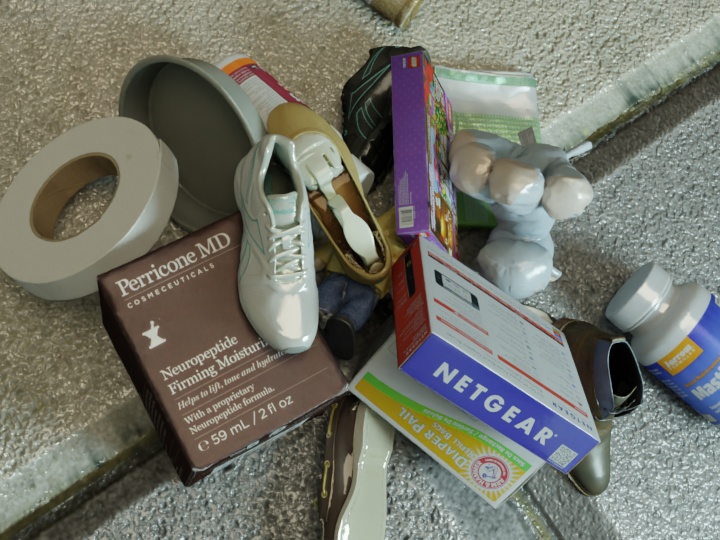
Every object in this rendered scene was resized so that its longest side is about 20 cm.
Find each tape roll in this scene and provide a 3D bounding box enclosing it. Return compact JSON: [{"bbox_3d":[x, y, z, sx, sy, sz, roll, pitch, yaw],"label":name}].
[{"bbox_3d":[-0.275,-0.065,0.955,0.201,0.037,0.204,-13,53,18],"label":"tape roll"}]

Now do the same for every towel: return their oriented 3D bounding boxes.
[{"bbox_3d":[0.151,-0.147,1.142,0.148,0.031,0.202,1,74,-12],"label":"towel"}]

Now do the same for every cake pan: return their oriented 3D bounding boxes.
[{"bbox_3d":[-0.166,-0.128,0.985,0.200,0.200,0.037,48,47,4],"label":"cake pan"}]

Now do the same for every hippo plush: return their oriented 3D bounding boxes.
[{"bbox_3d":[0.160,-0.060,1.054,0.158,0.200,0.162,15,114,5],"label":"hippo plush"}]

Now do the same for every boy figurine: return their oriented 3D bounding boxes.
[{"bbox_3d":[0.000,0.000,1.019,0.123,0.065,0.200,13,44,21],"label":"boy figurine"}]

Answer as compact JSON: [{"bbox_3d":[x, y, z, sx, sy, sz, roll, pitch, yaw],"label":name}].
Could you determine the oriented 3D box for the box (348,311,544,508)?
[{"bbox_3d":[0.101,0.126,0.982,0.200,0.113,0.102,39,113,-3],"label":"box"}]

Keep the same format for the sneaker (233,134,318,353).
[{"bbox_3d":[-0.075,-0.027,0.855,0.070,0.080,0.202,-6,75,-19],"label":"sneaker"}]

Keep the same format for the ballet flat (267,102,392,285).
[{"bbox_3d":[-0.024,-0.077,0.929,0.068,0.063,0.201,-33,98,-3],"label":"ballet flat"}]

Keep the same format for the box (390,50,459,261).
[{"bbox_3d":[0.071,-0.115,1.037,0.039,0.137,0.202,-6,73,17],"label":"box"}]

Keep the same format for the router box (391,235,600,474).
[{"bbox_3d":[0.123,0.075,0.911,0.199,0.049,0.180,33,24,-16],"label":"router box"}]

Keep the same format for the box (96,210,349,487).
[{"bbox_3d":[-0.139,0.080,0.935,0.165,0.164,0.201,-27,81,-19],"label":"box"}]

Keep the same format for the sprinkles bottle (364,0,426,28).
[{"bbox_3d":[-0.008,-0.378,1.153,0.200,0.068,0.068,38,69,0],"label":"sprinkles bottle"}]

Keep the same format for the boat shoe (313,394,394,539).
[{"bbox_3d":[-0.013,0.226,0.978,0.072,0.059,0.202,25,68,-48],"label":"boat shoe"}]

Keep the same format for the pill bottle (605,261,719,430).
[{"bbox_3d":[0.379,0.085,1.081,0.200,0.112,0.112,40,69,1],"label":"pill bottle"}]

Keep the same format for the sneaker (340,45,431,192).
[{"bbox_3d":[0.012,-0.174,1.107,0.079,0.075,0.201,20,73,23],"label":"sneaker"}]

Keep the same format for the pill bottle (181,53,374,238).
[{"bbox_3d":[-0.088,-0.132,1.025,0.200,0.110,0.110,41,69,11],"label":"pill bottle"}]

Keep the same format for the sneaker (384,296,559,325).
[{"bbox_3d":[0.120,0.071,1.051,0.198,0.077,0.089,12,80,-7],"label":"sneaker"}]

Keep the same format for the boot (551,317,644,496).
[{"bbox_3d":[0.252,0.153,1.018,0.074,0.097,0.202,-15,97,-23],"label":"boot"}]
